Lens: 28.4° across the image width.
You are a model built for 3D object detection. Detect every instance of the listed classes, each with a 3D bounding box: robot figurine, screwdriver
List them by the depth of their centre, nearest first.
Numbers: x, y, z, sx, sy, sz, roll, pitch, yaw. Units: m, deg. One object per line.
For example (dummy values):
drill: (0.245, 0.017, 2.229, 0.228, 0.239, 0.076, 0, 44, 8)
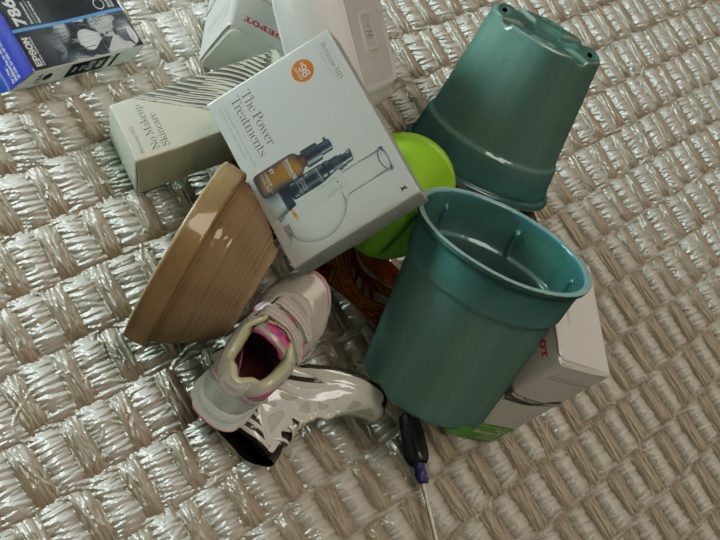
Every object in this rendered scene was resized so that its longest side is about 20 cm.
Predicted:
screwdriver: (0.075, 0.247, 1.553, 0.028, 0.029, 0.201, 7, 54, -36)
robot figurine: (0.040, -0.086, 1.596, 0.175, 0.116, 0.200, 41, 29, -1)

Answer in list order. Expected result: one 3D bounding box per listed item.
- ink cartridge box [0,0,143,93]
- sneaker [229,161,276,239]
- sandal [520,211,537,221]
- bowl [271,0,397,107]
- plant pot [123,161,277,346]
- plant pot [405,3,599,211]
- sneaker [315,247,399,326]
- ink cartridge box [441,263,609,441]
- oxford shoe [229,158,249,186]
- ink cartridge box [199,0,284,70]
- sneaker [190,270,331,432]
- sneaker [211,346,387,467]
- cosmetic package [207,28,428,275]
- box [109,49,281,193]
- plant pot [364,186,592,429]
ink cartridge box: (-0.338, -0.257, 1.541, 0.200, 0.039, 0.100, -27, 82, -45)
sneaker: (-0.108, -0.122, 1.625, 0.087, 0.076, 0.201, 28, 58, -27)
sandal: (0.165, -0.012, 1.783, 0.082, 0.054, 0.200, 53, 53, -37)
bowl: (-0.023, -0.265, 1.628, 0.200, 0.074, 0.201, -36, 113, -66)
plant pot: (-0.145, 0.001, 1.406, 0.092, 0.201, 0.201, 32, 46, -3)
plant pot: (0.186, -0.210, 1.765, 0.199, 0.197, 0.200, 22, 24, -10)
sneaker: (0.000, 0.000, 1.643, 0.200, 0.073, 0.077, 50, 18, -1)
ink cartridge box: (0.176, 0.088, 1.617, 0.084, 0.200, 0.146, 16, 54, -35)
oxford shoe: (-0.074, -0.108, 1.534, 0.200, 0.075, 0.071, -35, 57, -6)
ink cartridge box: (-0.106, -0.313, 1.731, 0.144, 0.084, 0.201, 25, 50, -25)
sneaker: (-0.084, 0.070, 1.416, 0.081, 0.088, 0.200, 37, 56, -5)
sneaker: (-0.068, 0.157, 1.483, 0.200, 0.076, 0.116, 16, 63, -22)
cosmetic package: (-0.045, -0.120, 1.446, 0.201, 0.150, 0.052, 61, 6, 14)
box: (-0.165, -0.162, 1.538, 0.199, 0.068, 0.082, -23, 69, -19)
plant pot: (0.109, 0.047, 1.501, 0.199, 0.197, 0.200, 23, 25, -11)
